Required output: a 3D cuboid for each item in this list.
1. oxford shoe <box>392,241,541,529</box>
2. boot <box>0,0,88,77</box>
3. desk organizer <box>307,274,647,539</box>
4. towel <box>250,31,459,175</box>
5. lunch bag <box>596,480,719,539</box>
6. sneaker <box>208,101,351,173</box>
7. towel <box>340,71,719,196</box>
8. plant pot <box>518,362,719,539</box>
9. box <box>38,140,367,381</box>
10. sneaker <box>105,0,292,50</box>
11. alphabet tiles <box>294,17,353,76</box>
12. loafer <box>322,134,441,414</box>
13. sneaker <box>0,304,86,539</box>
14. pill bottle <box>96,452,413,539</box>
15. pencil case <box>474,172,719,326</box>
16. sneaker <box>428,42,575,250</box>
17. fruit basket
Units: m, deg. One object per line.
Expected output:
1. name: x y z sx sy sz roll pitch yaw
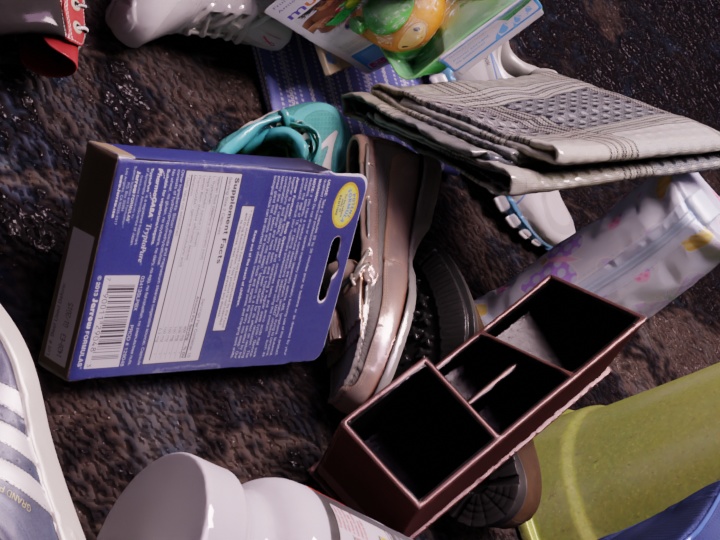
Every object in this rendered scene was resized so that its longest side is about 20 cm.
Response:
1. oxford shoe: 0.065 0.076 1.029 0.084 0.073 0.200 24 46 -58
2. boot: -0.159 -0.185 0.938 0.200 0.072 0.144 -17 75 -30
3. desk organizer: 0.072 0.073 0.929 0.200 0.077 0.072 -36 75 -27
4. towel: -0.009 -0.146 1.172 0.200 0.024 0.145 11 54 -44
5. lunch bag: 0.170 0.221 0.901 0.132 0.200 0.136 60 28 3
6. sneaker: -0.051 -0.064 0.987 0.078 0.080 0.200 53 32 -3
7. towel: 0.116 -0.099 1.039 0.200 0.035 0.193 -10 27 -33
8. plant pot: 0.235 0.146 1.062 0.200 0.184 0.201 32 40 -31
9. box: -0.081 -0.004 0.873 0.032 0.121 0.200 24 15 37
10. sneaker: -0.087 -0.184 1.044 0.099 0.078 0.200 53 42 -8
11. alphabet tiles: -0.033 -0.223 1.105 0.200 0.006 0.167 -45 116 -71
12. loafer: 0.000 0.000 0.999 0.063 0.072 0.200 26 54 -16
13. sneaker: -0.184 0.084 0.694 0.084 0.075 0.200 -7 67 -58
14. pill bottle: -0.026 0.171 0.777 0.200 0.116 0.116 32 39 -31
15. pencil case: 0.165 0.007 1.088 0.091 0.200 0.083 9 48 -60
16. sneaker: 0.128 -0.109 1.225 0.200 0.087 0.075 59 22 -15
17. fruit basket: 0.050 -0.194 1.020 0.094 0.185 0.200 57 13 10
